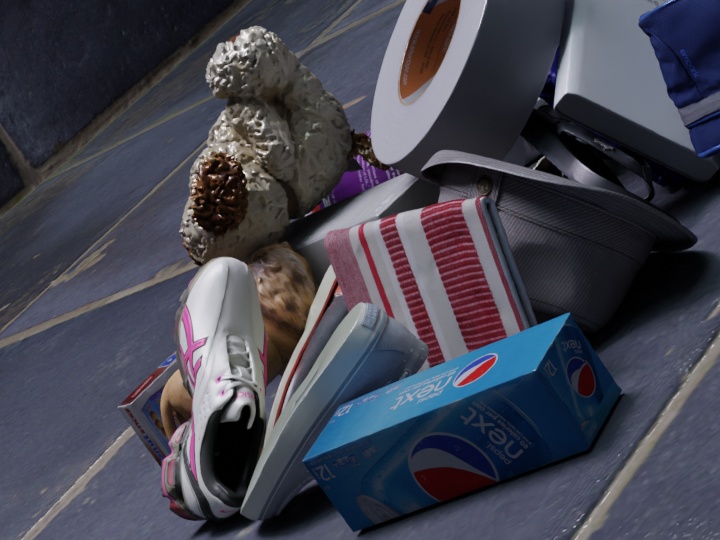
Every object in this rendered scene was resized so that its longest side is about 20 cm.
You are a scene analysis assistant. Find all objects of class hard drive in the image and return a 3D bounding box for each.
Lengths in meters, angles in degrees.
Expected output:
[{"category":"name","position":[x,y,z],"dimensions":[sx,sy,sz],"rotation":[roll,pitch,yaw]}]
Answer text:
[{"category":"hard drive","position":[0.211,-0.169,1.582],"dimensions":[0.026,0.131,0.201],"rotation":[-50,22,45]}]

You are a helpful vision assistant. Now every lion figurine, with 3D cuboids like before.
[{"category":"lion figurine","position":[-0.096,0.078,1.664],"dimensions":[0.200,0.123,0.072],"rotation":[-42,16,-24]}]

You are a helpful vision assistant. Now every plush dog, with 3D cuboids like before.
[{"category":"plush dog","position":[-0.082,-0.072,1.733],"dimensions":[0.172,0.160,0.200],"rotation":[-53,-10,-20]}]

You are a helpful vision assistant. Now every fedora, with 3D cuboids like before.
[{"category":"fedora","position":[0.121,-0.012,1.447],"dimensions":[0.199,0.177,0.091],"rotation":[18,86,32]}]

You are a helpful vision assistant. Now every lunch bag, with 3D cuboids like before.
[{"category":"lunch bag","position":[0.313,-0.162,1.480],"dimensions":[0.199,0.133,0.136],"rotation":[-24,2,42]}]

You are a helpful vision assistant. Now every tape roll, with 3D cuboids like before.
[{"category":"tape roll","position":[0.080,-0.164,1.610],"dimensions":[0.201,0.066,0.201],"rotation":[-55,23,37]}]

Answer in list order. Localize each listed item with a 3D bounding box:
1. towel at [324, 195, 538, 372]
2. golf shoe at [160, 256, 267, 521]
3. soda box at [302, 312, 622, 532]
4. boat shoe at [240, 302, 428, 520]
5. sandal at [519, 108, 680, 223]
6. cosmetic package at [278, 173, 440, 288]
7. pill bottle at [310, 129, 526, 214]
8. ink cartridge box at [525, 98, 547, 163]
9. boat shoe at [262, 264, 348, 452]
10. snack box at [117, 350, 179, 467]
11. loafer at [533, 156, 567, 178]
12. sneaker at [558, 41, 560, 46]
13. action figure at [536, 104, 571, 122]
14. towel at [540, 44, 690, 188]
[{"category":"towel","position":[0.054,0.028,1.433],"dimensions":[0.023,0.145,0.200],"rotation":[-24,6,-32]},{"category":"golf shoe","position":[-0.095,0.087,1.582],"dimensions":[0.072,0.202,0.092],"rotation":[9,-12,-31]},{"category":"soda box","position":[0.062,0.099,1.340],"dimensions":[0.199,0.064,0.068],"rotation":[-25,17,38]},{"category":"boat shoe","position":[-0.018,0.112,1.463],"dimensions":[0.201,0.071,0.070],"rotation":[-57,7,33]},{"category":"sandal","position":[0.166,-0.086,1.540],"dimensions":[0.043,0.076,0.200],"rotation":[-53,43,9]},{"category":"cosmetic package","position":[0.000,0.000,1.731],"dimensions":[0.199,0.107,0.090],"rotation":[-17,21,50]},{"category":"pill bottle","position":[0.047,-0.082,1.876],"dimensions":[0.199,0.113,0.113],"rotation":[-24,17,37]},{"category":"ink cartridge box","position":[0.158,-0.155,1.987],"dimensions":[0.109,0.051,0.200],"rotation":[-31,13,18]},{"category":"boat shoe","position":[-0.025,0.081,1.598],"dimensions":[0.071,0.062,0.201],"rotation":[107,-176,-51]},{"category":"snack box","position":[-0.118,0.081,1.809],"dimensions":[0.024,0.072,0.200],"rotation":[-14,26,52]},{"category":"loafer","position":[0.121,-0.022,1.590],"dimensions":[0.075,0.068,0.200],"rotation":[-24,17,40]},{"category":"sneaker","position":[0.102,-0.189,1.744],"dimensions":[0.073,0.114,0.200],"rotation":[-62,6,-9]},{"category":"action figure","position":[0.219,-0.170,1.761],"dimensions":[0.200,0.119,0.102],"rotation":[-46,21,-18]},{"category":"towel","position":[0.236,-0.155,1.647],"dimensions":[0.200,0.147,0.050],"rotation":[-46,-16,-40]}]
